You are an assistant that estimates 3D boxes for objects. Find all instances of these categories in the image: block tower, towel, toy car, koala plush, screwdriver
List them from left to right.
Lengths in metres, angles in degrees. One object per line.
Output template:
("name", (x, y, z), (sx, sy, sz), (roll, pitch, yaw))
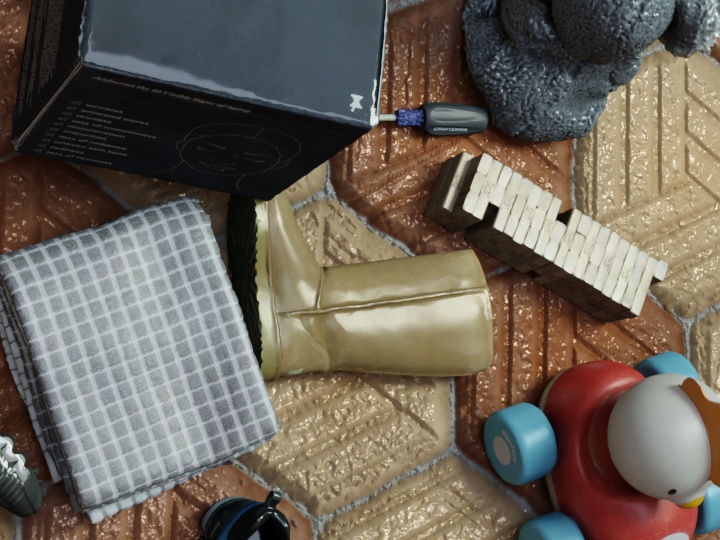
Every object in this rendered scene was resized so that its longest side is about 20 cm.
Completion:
("towel", (-0.160, 0.062, 1.219), (0.165, 0.086, 0.201), (-20, 89, -25))
("screwdriver", (0.015, -0.123, 1.360), (0.199, 0.029, 0.028), (-1, 80, -30))
("block tower", (0.153, -0.024, 1.394), (0.199, 0.054, 0.058), (28, 71, -17))
("koala plush", (0.187, -0.205, 1.362), (0.177, 0.200, 0.185), (25, 71, -18))
("toy car", (0.230, 0.149, 1.315), (0.184, 0.200, 0.178), (-15, 87, -25))

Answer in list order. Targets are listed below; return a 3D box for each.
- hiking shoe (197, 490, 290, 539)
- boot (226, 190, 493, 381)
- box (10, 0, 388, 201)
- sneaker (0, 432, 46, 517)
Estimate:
("hiking shoe", (-0.084, 0.260, 1.215), (0.074, 0.087, 0.201), (0, 80, -24))
("boot", (0.000, 0.000, 1.319), (0.199, 0.066, 0.176), (-4, 91, -25))
("box", (-0.111, -0.142, 1.144), (0.199, 0.196, 0.125), (11, 76, -22))
("sneaker", (-0.306, 0.111, 1.157), (0.200, 0.066, 0.091), (44, 69, -7))
